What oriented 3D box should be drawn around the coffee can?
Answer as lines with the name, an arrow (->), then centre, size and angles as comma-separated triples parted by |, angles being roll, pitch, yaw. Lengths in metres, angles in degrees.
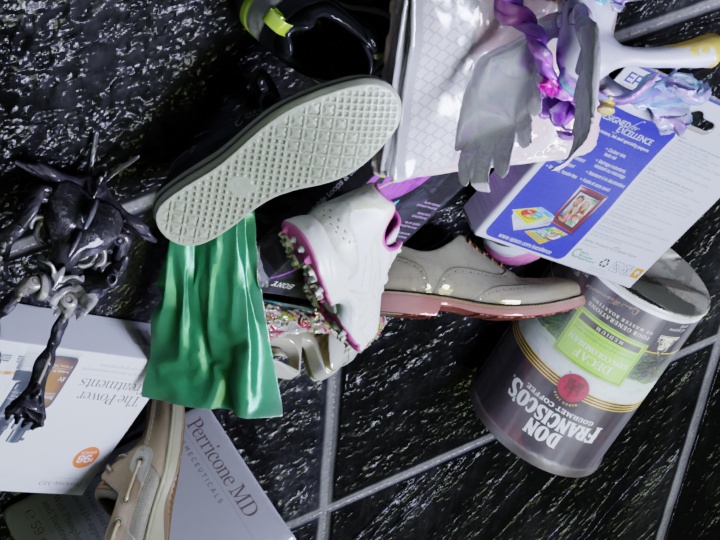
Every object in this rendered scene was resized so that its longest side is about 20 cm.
coffee can -> 0.211, 0.070, 1.712 | 0.146, 0.147, 0.201 | 3, 128, -43

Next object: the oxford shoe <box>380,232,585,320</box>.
oxford shoe -> 0.099, 0.005, 1.561 | 0.198, 0.075, 0.071 | 3, 175, -18

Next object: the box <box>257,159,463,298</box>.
box -> 0.011, -0.053, 1.455 | 0.200, 0.036, 0.143 | -42, 158, 18

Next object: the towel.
towel -> 0.104, -0.163, 1.319 | 0.189, 0.032, 0.202 | -12, 126, -25

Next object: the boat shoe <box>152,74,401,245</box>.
boat shoe -> -0.062, -0.087, 1.303 | 0.199, 0.062, 0.075 | -28, 122, 19

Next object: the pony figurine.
pony figurine -> 0.149, -0.152, 1.251 | 0.198, 0.166, 0.195 | 6, 83, -30

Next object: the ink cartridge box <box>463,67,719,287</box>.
ink cartridge box -> 0.216, -0.084, 1.508 | 0.197, 0.047, 0.200 | 18, 124, -38

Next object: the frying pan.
frying pan -> -0.066, -0.086, 1.388 | 0.115, 0.031, 0.190 | -46, 145, 13

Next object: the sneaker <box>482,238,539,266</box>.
sneaker -> 0.183, -0.085, 1.573 | 0.200, 0.080, 0.086 | -39, 144, 0

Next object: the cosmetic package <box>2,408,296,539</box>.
cosmetic package -> -0.169, 0.258, 1.570 | 0.199, 0.168, 0.167 | -28, 144, -15

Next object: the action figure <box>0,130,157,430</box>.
action figure -> -0.224, 0.002, 1.295 | 0.118, 0.102, 0.201 | 33, 65, -26

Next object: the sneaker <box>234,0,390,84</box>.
sneaker -> -0.014, -0.152, 1.319 | 0.199, 0.083, 0.072 | 17, 119, -49

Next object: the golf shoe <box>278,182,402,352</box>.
golf shoe -> 0.000, 0.000, 1.405 | 0.091, 0.075, 0.200 | -36, 159, -7

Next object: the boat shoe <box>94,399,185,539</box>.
boat shoe -> -0.181, 0.176, 1.478 | 0.064, 0.202, 0.072 | 10, 148, -6

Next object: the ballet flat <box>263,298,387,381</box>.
ballet flat -> -0.054, 0.061, 1.537 | 0.199, 0.064, 0.075 | 4, 151, -41

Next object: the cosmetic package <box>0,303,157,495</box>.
cosmetic package -> -0.262, 0.101, 1.416 | 0.199, 0.052, 0.151 | 11, 125, -47

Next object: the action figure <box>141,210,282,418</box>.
action figure -> -0.110, 0.006, 1.393 | 0.055, 0.117, 0.202 | -52, 145, -67
